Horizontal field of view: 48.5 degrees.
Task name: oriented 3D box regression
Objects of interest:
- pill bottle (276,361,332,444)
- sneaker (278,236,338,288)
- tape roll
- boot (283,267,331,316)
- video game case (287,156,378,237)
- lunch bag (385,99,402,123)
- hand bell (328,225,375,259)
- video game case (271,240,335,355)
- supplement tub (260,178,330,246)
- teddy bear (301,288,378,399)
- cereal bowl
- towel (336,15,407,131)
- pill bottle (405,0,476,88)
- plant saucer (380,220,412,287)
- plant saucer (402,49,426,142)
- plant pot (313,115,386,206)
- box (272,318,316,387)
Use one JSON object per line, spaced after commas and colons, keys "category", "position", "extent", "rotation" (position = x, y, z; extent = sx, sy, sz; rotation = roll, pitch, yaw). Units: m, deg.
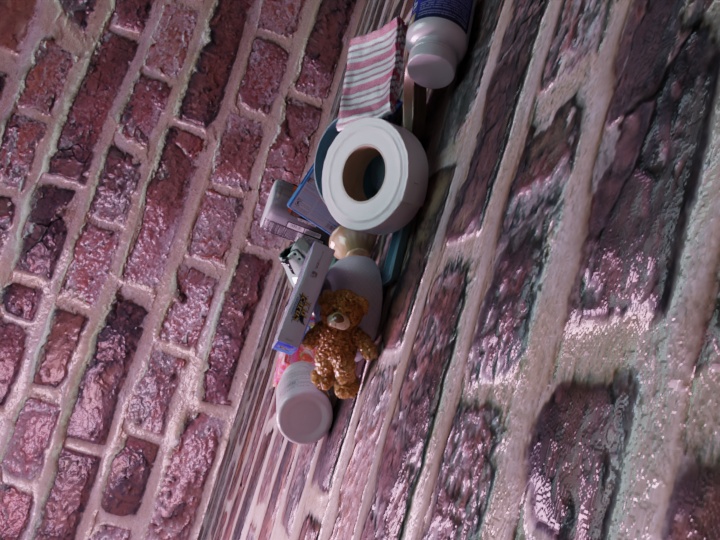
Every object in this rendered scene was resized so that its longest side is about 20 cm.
{"category": "pill bottle", "position": [-0.118, 0.264, 1.644], "extent": [0.200, 0.112, 0.117], "rotation": [-116, 46, -75]}
{"category": "sneaker", "position": [-0.090, -0.025, 1.772], "extent": [0.197, 0.119, 0.074], "rotation": [-17, 32, 25]}
{"category": "tape roll", "position": [0.025, -0.169, 1.449], "extent": [0.199, 0.070, 0.208], "rotation": [-5, 82, 37]}
{"category": "boot", "position": [-0.088, 0.092, 1.700], "extent": [0.199, 0.067, 0.133], "rotation": [-39, 45, 28]}
{"category": "video game case", "position": [-0.043, -0.182, 1.664], "extent": [0.202, 0.142, 0.018], "rotation": [-55, 26, 7]}
{"category": "lunch bag", "position": [0.013, -0.317, 1.912], "extent": [0.152, 0.093, 0.202], "rotation": [-60, 4, 45]}
{"category": "hand bell", "position": [0.000, 0.000, 1.629], "extent": [0.202, 0.102, 0.105], "rotation": [-106, 35, -50]}
{"category": "video game case", "position": [-0.106, 0.056, 1.454], "extent": [0.200, 0.045, 0.185], "rotation": [136, 154, -77]}
{"category": "supplement tub", "position": [-0.121, -0.119, 1.826], "extent": [0.122, 0.196, 0.125], "rotation": [-161, 90, -79]}
{"category": "teddy bear", "position": [-0.041, 0.135, 1.412], "extent": [0.066, 0.144, 0.203], "rotation": [-23, -35, -52]}
{"category": "cereal bowl", "position": [-0.035, 0.068, 1.513], "extent": [0.200, 0.082, 0.205], "rotation": [142, 132, -57]}
{"category": "towel", "position": [0.017, -0.367, 1.502], "extent": [0.144, 0.030, 0.205], "rotation": [-11, 64, 44]}
{"category": "pill bottle", "position": [0.146, -0.444, 1.474], "extent": [0.120, 0.117, 0.204], "rotation": [130, 157, -61]}
{"category": "plant saucer", "position": [0.074, -0.067, 1.478], "extent": [0.070, 0.019, 0.204], "rotation": [137, 150, -69]}
{"category": "plant saucer", "position": [0.106, -0.336, 1.583], "extent": [0.200, 0.029, 0.206], "rotation": [179, 90, -87]}
{"category": "plant pot", "position": [0.024, -0.203, 1.581], "extent": [0.134, 0.198, 0.204], "rotation": [2, -66, -55]}
{"category": "box", "position": [-0.143, 0.189, 1.947], "extent": [0.203, 0.093, 0.103], "rotation": [-83, 15, -45]}
